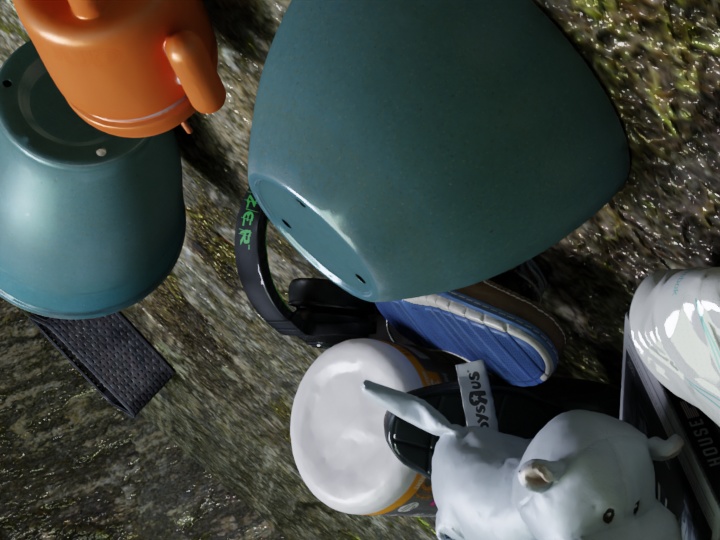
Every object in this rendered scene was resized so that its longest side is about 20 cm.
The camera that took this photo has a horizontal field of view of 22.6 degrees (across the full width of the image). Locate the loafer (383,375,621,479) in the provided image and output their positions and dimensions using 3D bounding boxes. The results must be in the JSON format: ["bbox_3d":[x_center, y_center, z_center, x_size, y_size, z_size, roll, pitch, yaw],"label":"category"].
[{"bbox_3d":[0.099,0.100,1.147,0.198,0.074,0.072,7,-167,-26],"label":"loafer"}]

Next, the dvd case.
[{"bbox_3d":[0.185,0.141,1.049,0.201,0.024,0.151,85,170,-46],"label":"dvd case"}]

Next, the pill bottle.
[{"bbox_3d":[0.054,0.112,1.245,0.116,0.117,0.199,32,-166,39],"label":"pill bottle"}]

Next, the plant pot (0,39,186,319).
[{"bbox_3d":[-0.237,-0.093,1.498,0.200,0.200,0.188,40,151,14],"label":"plant pot"}]

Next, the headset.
[{"bbox_3d":[0.000,0.000,1.245,0.093,0.124,0.200,0,153,43],"label":"headset"}]

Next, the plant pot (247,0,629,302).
[{"bbox_3d":[0.020,-0.063,0.929,0.200,0.135,0.200,40,166,13],"label":"plant pot"}]

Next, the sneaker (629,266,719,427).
[{"bbox_3d":[0.222,0.075,0.904,0.200,0.071,0.080,44,157,-11],"label":"sneaker"}]

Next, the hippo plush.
[{"bbox_3d":[0.125,0.130,1.005,0.161,0.158,0.202,-29,73,57],"label":"hippo plush"}]

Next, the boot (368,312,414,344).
[{"bbox_3d":[0.052,0.121,1.525,0.188,0.069,0.200,27,159,49],"label":"boot"}]

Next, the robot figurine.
[{"bbox_3d":[-0.159,-0.165,1.187,0.142,0.118,0.200,-1,153,9],"label":"robot figurine"}]

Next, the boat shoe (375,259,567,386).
[{"bbox_3d":[0.075,0.014,1.129,0.072,0.072,0.200,50,166,-25],"label":"boat shoe"}]

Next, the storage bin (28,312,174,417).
[{"bbox_3d":[-0.388,0.113,2.705,0.200,0.094,0.135,50,165,-21],"label":"storage bin"}]
